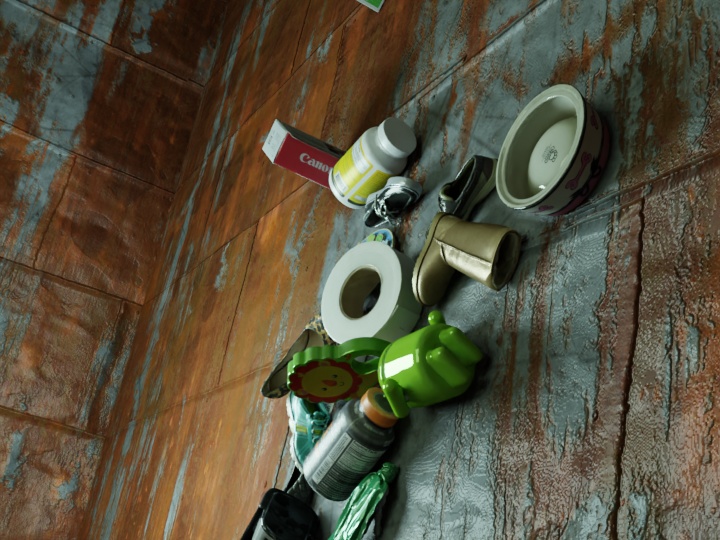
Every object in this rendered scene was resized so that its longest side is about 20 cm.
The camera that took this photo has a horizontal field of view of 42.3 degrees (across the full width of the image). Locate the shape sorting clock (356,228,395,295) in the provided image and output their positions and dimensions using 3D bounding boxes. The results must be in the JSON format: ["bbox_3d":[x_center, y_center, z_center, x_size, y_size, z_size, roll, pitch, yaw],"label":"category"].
[{"bbox_3d":[0.000,0.000,1.878,0.199,0.039,0.202,-40,29,28],"label":"shape sorting clock"}]

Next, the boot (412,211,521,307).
[{"bbox_3d":[0.169,-0.002,1.532,0.199,0.065,0.178,28,110,58],"label":"boot"}]

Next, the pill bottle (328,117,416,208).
[{"bbox_3d":[0.028,-0.227,1.952,0.200,0.111,0.114,-41,35,44],"label":"pill bottle"}]

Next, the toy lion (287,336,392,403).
[{"bbox_3d":[-0.025,0.178,1.633,0.200,0.190,0.069,-45,33,39],"label":"toy lion"}]

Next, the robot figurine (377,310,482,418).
[{"bbox_3d":[0.104,0.153,1.477,0.199,0.116,0.176,-30,22,56],"label":"robot figurine"}]

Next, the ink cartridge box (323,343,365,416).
[{"bbox_3d":[-0.053,0.183,1.869,0.197,0.046,0.203,10,81,64],"label":"ink cartridge box"}]

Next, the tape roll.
[{"bbox_3d":[0.021,0.052,1.718,0.201,0.070,0.205,-22,55,35],"label":"tape roll"}]

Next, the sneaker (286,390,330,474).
[{"bbox_3d":[-0.092,0.301,1.756,0.080,0.077,0.203,-43,55,47],"label":"sneaker"}]

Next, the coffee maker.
[{"bbox_3d":[-0.178,0.514,1.745,0.202,0.133,0.193,-58,25,19],"label":"coffee maker"}]

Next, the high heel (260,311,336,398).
[{"bbox_3d":[-0.118,0.165,1.799,0.142,0.071,0.201,-27,-29,-51],"label":"high heel"}]

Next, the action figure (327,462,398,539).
[{"bbox_3d":[0.004,0.409,1.551,0.202,0.054,0.118,-60,23,2],"label":"action figure"}]

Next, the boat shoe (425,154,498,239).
[{"bbox_3d":[0.167,-0.127,1.637,0.201,0.065,0.072,-51,30,33],"label":"boat shoe"}]

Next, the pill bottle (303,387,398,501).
[{"bbox_3d":[-0.009,0.295,1.608,0.201,0.105,0.107,-55,27,25],"label":"pill bottle"}]

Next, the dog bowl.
[{"bbox_3d":[0.293,-0.173,1.407,0.200,0.073,0.202,-45,33,40],"label":"dog bowl"}]

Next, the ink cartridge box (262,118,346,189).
[{"bbox_3d":[-0.109,-0.256,2.149,0.085,0.198,0.176,-62,24,12],"label":"ink cartridge box"}]

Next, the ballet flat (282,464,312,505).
[{"bbox_3d":[-0.111,0.367,1.816,0.066,0.056,0.203,-23,50,56],"label":"ballet flat"}]

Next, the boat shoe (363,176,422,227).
[{"bbox_3d":[0.057,-0.130,1.855,0.199,0.073,0.069,-18,50,60],"label":"boat shoe"}]

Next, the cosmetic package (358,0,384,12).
[{"bbox_3d":[0.042,-0.785,2.388,0.202,0.106,0.085,-61,25,17],"label":"cosmetic package"}]
